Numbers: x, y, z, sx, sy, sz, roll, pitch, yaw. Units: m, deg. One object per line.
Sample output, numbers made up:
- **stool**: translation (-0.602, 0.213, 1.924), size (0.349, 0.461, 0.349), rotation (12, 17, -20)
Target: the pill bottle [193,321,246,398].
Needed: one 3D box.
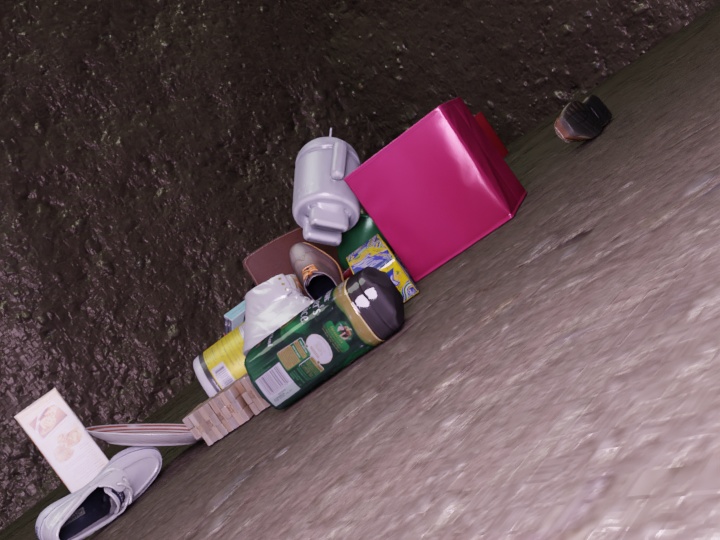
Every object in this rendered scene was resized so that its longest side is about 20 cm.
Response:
- **pill bottle**: translation (-0.150, 0.126, 1.257), size (0.199, 0.112, 0.111), rotation (-36, 3, -1)

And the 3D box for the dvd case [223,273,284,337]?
- **dvd case**: translation (-0.176, 0.120, 1.378), size (0.146, 0.022, 0.201), rotation (-38, -33, -43)

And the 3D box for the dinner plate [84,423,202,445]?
- **dinner plate**: translation (-0.312, 0.247, 1.219), size (0.198, 0.025, 0.200), rotation (1, -8, 0)

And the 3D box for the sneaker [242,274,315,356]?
- **sneaker**: translation (-0.080, 0.049, 1.167), size (0.198, 0.117, 0.074), rotation (-14, -30, 12)

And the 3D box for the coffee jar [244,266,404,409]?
- **coffee jar**: translation (-0.039, 0.079, 0.983), size (0.199, 0.086, 0.104), rotation (-35, 3, 13)

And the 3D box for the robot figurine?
- **robot figurine**: translation (-0.055, -0.141, 1.355), size (0.170, 0.112, 0.202), rotation (125, 152, -51)

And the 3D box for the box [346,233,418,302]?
- **box**: translation (0.029, 0.005, 1.230), size (0.070, 0.065, 0.200), rotation (-36, 14, 2)

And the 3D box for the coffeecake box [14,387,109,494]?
- **coffeecake box**: translation (-0.447, 0.289, 1.268), size (0.073, 0.201, 0.153), rotation (-37, 3, -22)

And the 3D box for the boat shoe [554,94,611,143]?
- **boat shoe**: translation (0.395, -0.262, 1.473), size (0.074, 0.076, 0.199), rotation (-40, -8, 37)

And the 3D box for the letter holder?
- **letter holder**: translation (-0.108, 0.006, 1.524), size (0.199, 0.143, 0.101), rotation (-28, -19, -18)

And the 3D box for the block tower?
- **block tower**: translation (-0.153, 0.172, 1.136), size (0.199, 0.054, 0.058), rotation (-34, 4, 20)

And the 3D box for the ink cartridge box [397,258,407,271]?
- **ink cartridge box**: translation (0.042, 0.011, 1.458), size (0.200, 0.050, 0.161), rotation (-42, 6, -39)

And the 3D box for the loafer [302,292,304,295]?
- **loafer**: translation (-0.120, 0.064, 1.357), size (0.071, 0.063, 0.201), rotation (-19, -34, -1)

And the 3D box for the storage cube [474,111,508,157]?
- **storage cube**: translation (0.397, -0.432, 2.893), size (0.199, 0.181, 0.171), rotation (-35, 3, -3)

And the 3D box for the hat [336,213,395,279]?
- **hat**: translation (0.000, 0.000, 1.437), size (0.165, 0.198, 0.178), rotation (-4, 74, 61)

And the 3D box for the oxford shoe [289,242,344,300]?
- **oxford shoe**: translation (-0.066, 0.010, 1.294), size (0.071, 0.200, 0.073), rotation (-41, -40, 0)

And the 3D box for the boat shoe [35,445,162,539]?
- **boat shoe**: translation (-0.345, 0.314, 1.119), size (0.065, 0.074, 0.200), rotation (-3, 26, 44)

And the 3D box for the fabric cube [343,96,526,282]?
- **fabric cube**: translation (0.127, -0.137, 1.312), size (0.196, 0.200, 0.200), rotation (-35, 3, 23)
